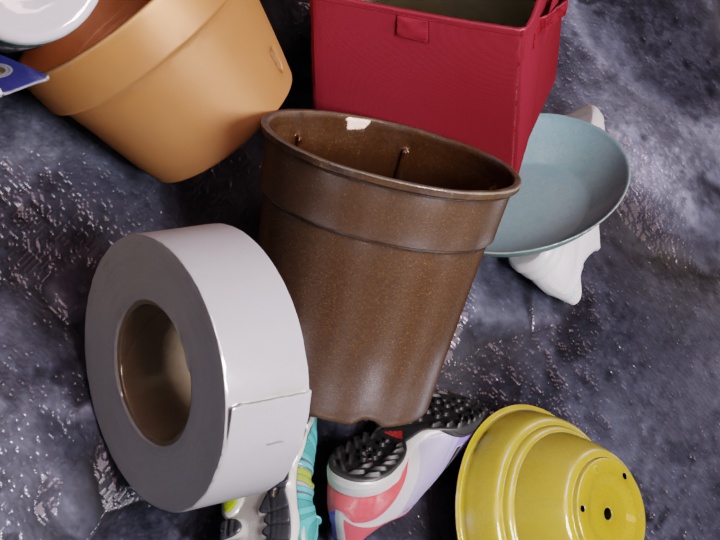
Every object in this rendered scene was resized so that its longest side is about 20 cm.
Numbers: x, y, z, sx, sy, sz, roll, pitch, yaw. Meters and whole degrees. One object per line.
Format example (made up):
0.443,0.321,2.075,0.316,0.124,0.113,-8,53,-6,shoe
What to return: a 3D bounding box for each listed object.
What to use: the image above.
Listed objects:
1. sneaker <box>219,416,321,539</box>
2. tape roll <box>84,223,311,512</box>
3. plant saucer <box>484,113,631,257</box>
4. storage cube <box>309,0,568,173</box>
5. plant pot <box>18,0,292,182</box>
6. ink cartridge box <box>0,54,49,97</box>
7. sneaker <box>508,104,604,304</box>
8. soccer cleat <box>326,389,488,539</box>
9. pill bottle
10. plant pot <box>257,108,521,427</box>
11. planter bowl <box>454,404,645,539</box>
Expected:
-0.065,0.169,1.324,0.080,0.077,0.200,59,28,-46,sneaker
-0.120,0.069,1.241,0.071,0.202,0.203,-8,73,-36,tape roll
0.137,-0.066,1.524,0.201,0.201,0.039,-52,144,-38,plant saucer
0.068,-0.191,1.423,0.200,0.180,0.171,12,47,11,storage cube
-0.148,-0.163,1.353,0.140,0.200,0.200,51,49,-23,plant pot
-0.357,-0.144,1.214,0.199,0.041,0.200,24,41,32,ink cartridge box
0.195,-0.059,1.605,0.088,0.075,0.200,40,54,-30,sneaker
0.036,0.155,1.401,0.068,0.073,0.200,19,26,27,soccer cleat
-0.255,-0.218,1.277,0.113,0.200,0.113,-2,96,-16,pill bottle
0.000,0.000,1.320,0.200,0.200,0.199,4,109,-32,plant pot
0.174,0.203,1.416,0.200,0.083,0.201,17,66,-43,planter bowl
